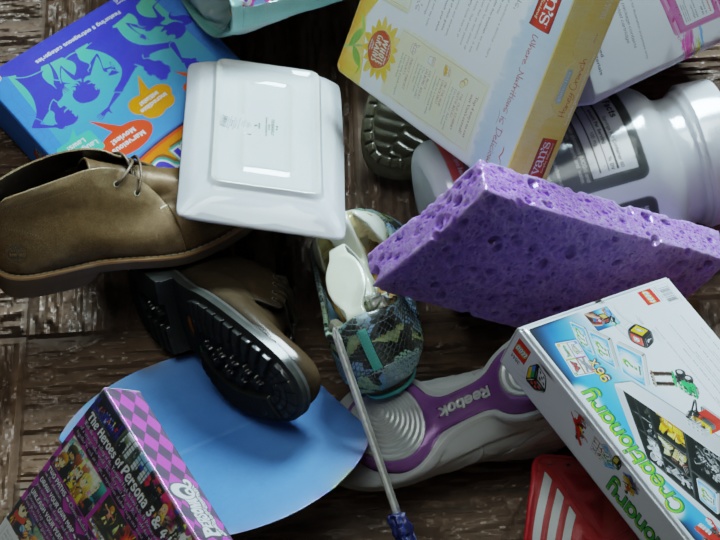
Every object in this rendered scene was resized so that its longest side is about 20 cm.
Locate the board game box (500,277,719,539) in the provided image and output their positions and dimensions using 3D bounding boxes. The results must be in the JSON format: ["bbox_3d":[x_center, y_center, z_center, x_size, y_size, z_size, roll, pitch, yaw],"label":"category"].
[{"bbox_3d":[0.188,0.099,1.489,0.126,0.035,0.200,-17,58,-36],"label":"board game box"}]

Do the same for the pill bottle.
[{"bbox_3d":[0.142,-0.052,1.671,0.200,0.116,0.116,-15,55,-7],"label":"pill bottle"}]

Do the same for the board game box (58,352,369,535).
[{"bbox_3d":[-0.087,0.118,1.598,0.158,0.039,0.200,-23,34,-21],"label":"board game box"}]

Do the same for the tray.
[{"bbox_3d":[-0.062,-0.087,1.674,0.107,0.022,0.200,7,32,-6],"label":"tray"}]

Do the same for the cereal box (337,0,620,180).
[{"bbox_3d":[0.071,-0.152,1.611,0.039,0.144,0.200,8,21,-38],"label":"cereal box"}]

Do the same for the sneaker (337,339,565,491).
[{"bbox_3d":[0.069,0.101,1.599,0.200,0.100,0.075,-18,59,20],"label":"sneaker"}]

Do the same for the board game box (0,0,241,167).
[{"bbox_3d":[-0.143,-0.098,1.769,0.152,0.045,0.200,-34,60,-19],"label":"board game box"}]

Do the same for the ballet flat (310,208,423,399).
[{"bbox_3d":[0.000,0.000,1.633,0.074,0.074,0.200,-12,31,-4],"label":"ballet flat"}]

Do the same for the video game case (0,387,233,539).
[{"bbox_3d":[-0.141,0.201,1.494,0.036,0.181,0.200,8,37,-48],"label":"video game case"}]

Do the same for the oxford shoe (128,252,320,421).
[{"bbox_3d":[-0.070,0.030,1.628,0.084,0.073,0.200,-21,33,-22],"label":"oxford shoe"}]

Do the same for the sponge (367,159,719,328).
[{"bbox_3d":[0.116,-0.006,1.583,0.200,0.112,0.030,15,49,-34],"label":"sponge"}]

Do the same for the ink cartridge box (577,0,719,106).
[{"bbox_3d":[0.163,-0.173,1.702,0.200,0.085,0.144,-25,13,-36],"label":"ink cartridge box"}]

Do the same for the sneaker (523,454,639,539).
[{"bbox_3d":[0.172,0.118,1.572,0.115,0.078,0.200,32,62,23],"label":"sneaker"}]

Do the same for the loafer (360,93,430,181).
[{"bbox_3d":[0.068,-0.142,1.774,0.076,0.067,0.200,24,76,24],"label":"loafer"}]

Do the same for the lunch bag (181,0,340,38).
[{"bbox_3d":[-0.053,-0.246,1.792,0.170,0.122,0.200,-16,41,-20],"label":"lunch bag"}]

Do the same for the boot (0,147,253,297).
[{"bbox_3d":[-0.143,-0.046,1.655,0.200,0.076,0.074,-16,33,-10],"label":"boot"}]

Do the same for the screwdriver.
[{"bbox_3d":[0.013,0.131,1.545,0.029,0.028,0.200,-23,90,-32],"label":"screwdriver"}]
